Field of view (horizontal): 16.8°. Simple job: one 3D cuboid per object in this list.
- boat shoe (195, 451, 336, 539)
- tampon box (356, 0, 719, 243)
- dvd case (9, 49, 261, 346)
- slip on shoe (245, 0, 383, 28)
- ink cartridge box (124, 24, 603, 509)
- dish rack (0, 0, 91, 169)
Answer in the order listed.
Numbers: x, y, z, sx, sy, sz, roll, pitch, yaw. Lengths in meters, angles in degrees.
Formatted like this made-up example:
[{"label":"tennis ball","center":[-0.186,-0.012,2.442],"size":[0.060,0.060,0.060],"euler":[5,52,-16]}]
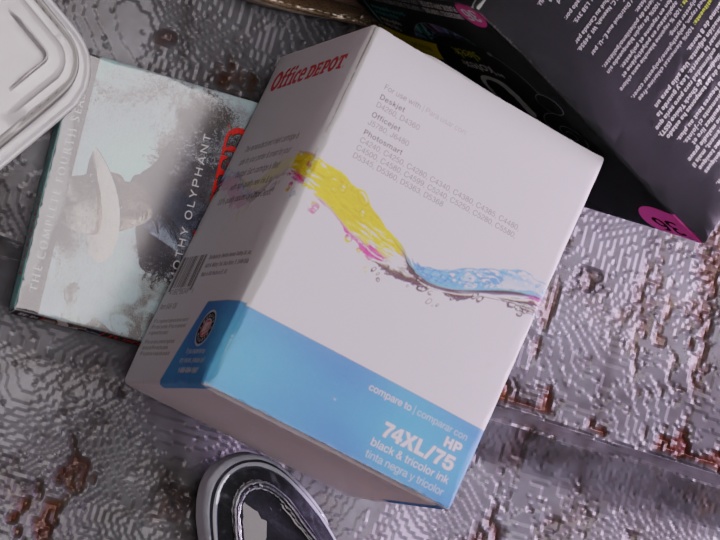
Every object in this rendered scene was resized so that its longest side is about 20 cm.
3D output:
[{"label":"boat shoe","center":[-0.026,0.190,1.300],"size":[0.072,0.068,0.200],"euler":[-22,95,-19]},{"label":"tampon box","center":[0.115,-0.131,1.282],"size":[0.200,0.150,0.126],"euler":[43,79,-31]},{"label":"dvd case","center":[-0.077,-0.023,1.318],"size":[0.200,0.022,0.146],"euler":[16,82,-17]},{"label":"slip on shoe","center":[0.022,-0.169,1.339],"size":[0.200,0.061,0.076],"euler":[8,85,-19]},{"label":"ink cartridge box","center":[0.000,0.000,1.256],"size":[0.146,0.147,0.200],"euler":[28,79,-18]},{"label":"dish rack","center":[-0.251,-0.127,1.242],"size":[0.172,0.044,0.200],"euler":[-41,96,-14]}]
